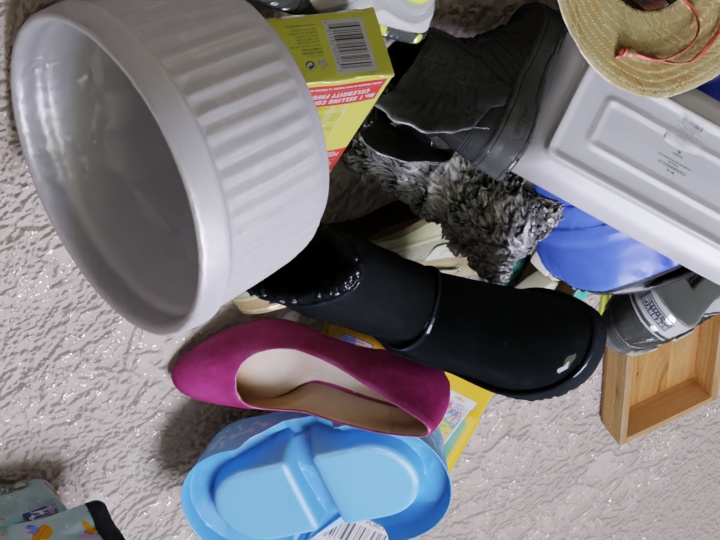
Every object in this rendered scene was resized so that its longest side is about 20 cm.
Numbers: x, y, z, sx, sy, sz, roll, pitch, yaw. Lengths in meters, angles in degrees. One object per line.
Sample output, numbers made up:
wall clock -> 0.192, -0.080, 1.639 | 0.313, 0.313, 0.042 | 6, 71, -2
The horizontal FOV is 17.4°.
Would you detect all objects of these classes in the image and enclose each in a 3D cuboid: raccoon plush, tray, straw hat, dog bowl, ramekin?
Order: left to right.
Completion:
ramekin -> -0.106, -0.072, 1.356 | 0.105, 0.200, 0.200 | -26, 144, -29
dog bowl -> -0.029, 0.146, 1.680 | 0.200, 0.050, 0.112 | -14, 123, 18
raccoon plush -> 0.037, -0.061, 1.530 | 0.200, 0.134, 0.097 | 7, 126, -44
straw hat -> 0.176, -0.217, 1.509 | 0.201, 0.085, 0.201 | -12, 115, -28
tray -> 0.248, 0.052, 1.918 | 0.099, 0.037, 0.200 | -23, 141, -17
tray -> 0.202, -0.069, 1.528 | 0.108, 0.200, 0.022 | -63, -172, -6

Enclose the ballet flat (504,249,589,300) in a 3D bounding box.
ballet flat -> 0.139, 0.004, 1.737 | 0.070, 0.067, 0.200 | -33, 157, -56

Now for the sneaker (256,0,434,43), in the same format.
sneaker -> -0.028, -0.191, 1.402 | 0.200, 0.075, 0.077 | 5, 110, -49

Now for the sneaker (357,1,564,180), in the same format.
sneaker -> 0.064, -0.127, 1.498 | 0.104, 0.200, 0.060 | 28, 131, -10

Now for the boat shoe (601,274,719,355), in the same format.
boat shoe -> 0.227, 0.014, 1.722 | 0.064, 0.071, 0.200 | -34, 174, 29

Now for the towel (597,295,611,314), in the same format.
towel -> 0.242, -0.042, 1.768 | 0.200, 0.018, 0.086 | -40, 147, -32

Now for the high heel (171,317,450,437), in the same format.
high heel -> -0.037, 0.085, 1.607 | 0.200, 0.096, 0.067 | 0, 125, 8

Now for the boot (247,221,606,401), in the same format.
boot -> 0.034, 0.019, 1.477 | 0.162, 0.198, 0.073 | 27, 78, -45

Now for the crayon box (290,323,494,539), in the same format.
crayon box -> 0.008, 0.117, 1.716 | 0.126, 0.052, 0.200 | 23, 127, -7

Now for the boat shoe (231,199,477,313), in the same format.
boat shoe -> -0.001, -0.001, 1.611 | 0.200, 0.073, 0.063 | -21, 112, -31

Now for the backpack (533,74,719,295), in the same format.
backpack -> 0.199, -0.083, 1.620 | 0.200, 0.163, 0.168 | -26, 103, -7

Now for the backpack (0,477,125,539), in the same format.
backpack -> -0.258, 0.247, 1.615 | 0.200, 0.153, 0.176 | -19, 139, -38

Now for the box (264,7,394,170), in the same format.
box -> -0.047, -0.088, 1.441 | 0.075, 0.050, 0.200 | -8, 157, -24
